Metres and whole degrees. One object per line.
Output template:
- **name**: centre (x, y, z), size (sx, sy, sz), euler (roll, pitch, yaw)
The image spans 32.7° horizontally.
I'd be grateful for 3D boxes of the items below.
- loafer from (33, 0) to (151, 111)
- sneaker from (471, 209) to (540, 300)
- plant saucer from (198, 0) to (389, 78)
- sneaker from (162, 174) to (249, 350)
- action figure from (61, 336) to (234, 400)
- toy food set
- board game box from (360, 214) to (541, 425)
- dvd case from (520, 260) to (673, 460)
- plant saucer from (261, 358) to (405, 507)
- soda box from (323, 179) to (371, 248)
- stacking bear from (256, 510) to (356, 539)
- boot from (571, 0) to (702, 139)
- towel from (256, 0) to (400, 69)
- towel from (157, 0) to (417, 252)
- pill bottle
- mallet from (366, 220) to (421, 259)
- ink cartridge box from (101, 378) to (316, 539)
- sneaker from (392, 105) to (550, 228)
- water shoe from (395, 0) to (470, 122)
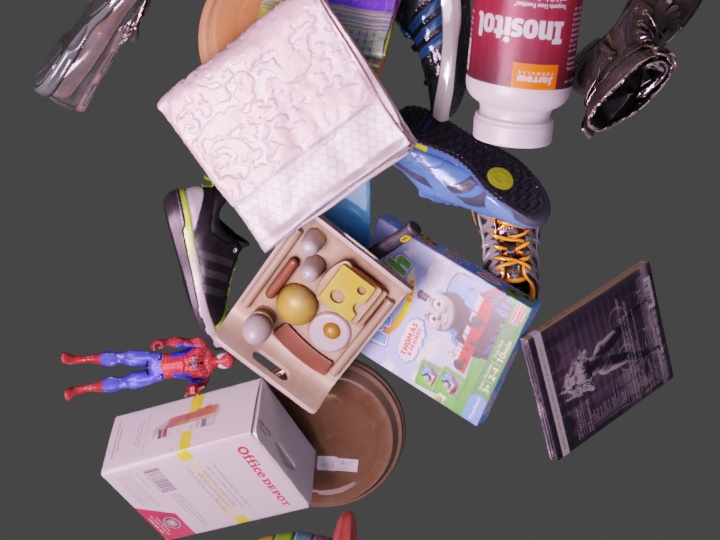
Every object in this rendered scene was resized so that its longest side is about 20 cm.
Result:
- **loafer**: centre (-0.263, -0.251, 1.287), size (0.063, 0.072, 0.200), euler (32, 114, -31)
- **sneaker**: centre (0.167, -0.021, 1.353), size (0.077, 0.077, 0.203), euler (-7, 108, 5)
- **plant saucer**: centre (-0.069, -0.242, 1.251), size (0.197, 0.032, 0.204), euler (-1, 80, 5)
- **sneaker**: centre (-0.158, -0.005, 1.361), size (0.082, 0.072, 0.203), euler (-16, 116, -10)
- **action figure**: centre (-0.242, 0.112, 1.388), size (0.196, 0.099, 0.066), euler (-6, 88, -1)
- **toy food set**: centre (-0.052, 0.044, 1.304), size (0.143, 0.061, 0.201), euler (36, 120, -3)
- **board game box**: centre (0.080, 0.053, 1.353), size (0.198, 0.036, 0.153), euler (31, 113, 20)
- **dvd case**: centre (0.267, 0.098, 1.366), size (0.199, 0.016, 0.151), euler (-29, 113, -29)
- **plant saucer**: centre (-0.044, 0.195, 1.454), size (0.196, 0.030, 0.203), euler (0, 109, -1)
- **soda box**: centre (-0.021, -0.129, 1.322), size (0.067, 0.064, 0.203), euler (0, 110, 0)
- **stacking bear**: centre (-0.104, 0.366, 1.475), size (0.196, 0.114, 0.123), euler (-3, 109, 6)
- **boot**: centre (0.289, -0.221, 1.230), size (0.069, 0.174, 0.200), euler (39, 105, -13)
- **towel**: centre (-0.020, -0.313, 1.229), size (0.141, 0.023, 0.203), euler (14, 82, 5)
- **towel**: centre (-0.073, -0.147, 1.212), size (0.199, 0.032, 0.192), euler (-34, 95, 13)
- **pill bottle**: centre (0.167, -0.234, 1.259), size (0.111, 0.113, 0.203), euler (4, 109, -1)
- **mallet**: centre (0.000, 0.000, 1.334), size (0.199, 0.042, 0.066), euler (-26, 139, 36)
- **ink cartridge box**: centre (-0.167, 0.216, 1.387), size (0.197, 0.084, 0.146), euler (-16, 131, 21)
- **sneaker**: centre (0.112, -0.097, 1.313), size (0.199, 0.066, 0.079), euler (33, 140, 12)
- **water shoe**: centre (0.073, -0.259, 1.283), size (0.078, 0.071, 0.203), euler (5, 104, 18)
